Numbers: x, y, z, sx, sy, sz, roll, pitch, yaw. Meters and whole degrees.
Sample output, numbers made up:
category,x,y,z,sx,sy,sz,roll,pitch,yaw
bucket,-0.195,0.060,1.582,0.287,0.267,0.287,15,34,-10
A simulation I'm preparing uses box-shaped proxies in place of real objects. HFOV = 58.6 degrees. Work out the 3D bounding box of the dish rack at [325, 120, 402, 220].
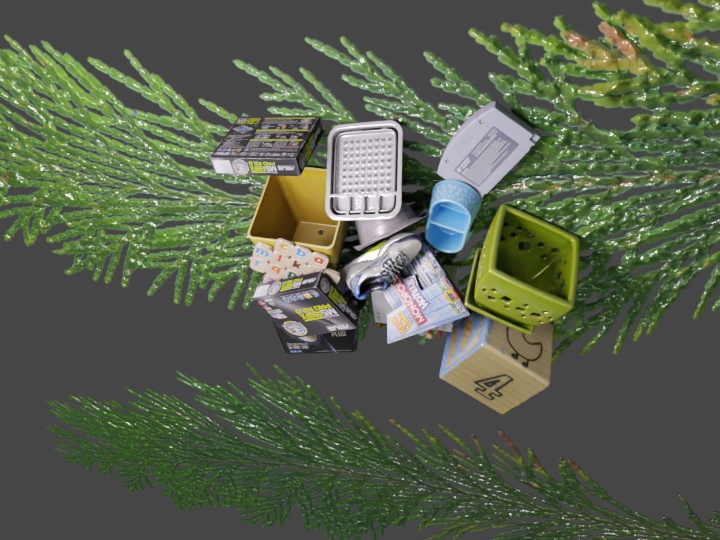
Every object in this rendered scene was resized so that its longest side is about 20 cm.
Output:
category,x,y,z,sx,sy,sz,roll,pitch,yaw
dish rack,0.013,-0.204,1.338,0.168,0.204,0.043,0,176,22

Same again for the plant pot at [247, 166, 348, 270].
category,x,y,z,sx,sy,sz,roll,pitch,yaw
plant pot,-0.117,-0.100,1.472,0.196,0.203,0.177,8,151,14

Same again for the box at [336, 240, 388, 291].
category,x,y,z,sx,sy,sz,roll,pitch,yaw
box,0.000,0.000,1.516,0.198,0.122,0.048,-33,84,12

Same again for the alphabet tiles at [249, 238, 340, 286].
category,x,y,z,sx,sy,sz,roll,pitch,yaw
alphabet tiles,-0.146,-0.001,1.421,0.197,0.015,0.196,21,145,-6

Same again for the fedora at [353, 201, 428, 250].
category,x,y,z,sx,sy,sz,roll,pitch,yaw
fedora,0.050,-0.118,1.415,0.091,0.175,0.200,63,164,0

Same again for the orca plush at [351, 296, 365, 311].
category,x,y,z,sx,sy,sz,roll,pitch,yaw
orca plush,-0.089,0.083,1.722,0.197,0.072,0.106,22,138,-1

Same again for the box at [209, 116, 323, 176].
category,x,y,z,sx,sy,sz,roll,pitch,yaw
box,-0.195,-0.264,1.349,0.196,0.162,0.045,3,134,17

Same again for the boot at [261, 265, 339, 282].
category,x,y,z,sx,sy,sz,roll,pitch,yaw
boot,-0.153,0.005,1.641,0.197,0.068,0.133,19,113,13

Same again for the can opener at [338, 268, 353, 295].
category,x,y,z,sx,sy,sz,roll,pitch,yaw
can opener,-0.091,0.020,1.663,0.196,0.067,0.054,8,136,14

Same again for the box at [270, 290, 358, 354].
category,x,y,z,sx,sy,sz,roll,pitch,yaw
box,-0.114,0.133,1.657,0.196,0.087,0.165,-3,139,9

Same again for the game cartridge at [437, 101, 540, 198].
category,x,y,z,sx,sy,sz,roll,pitch,yaw
game cartridge,0.248,-0.241,1.291,0.132,0.042,0.200,34,136,-8

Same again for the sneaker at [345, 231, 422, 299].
category,x,y,z,sx,sy,sz,roll,pitch,yaw
sneaker,0.060,-0.001,1.403,0.199,0.086,0.077,-37,124,14

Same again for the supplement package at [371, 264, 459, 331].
category,x,y,z,sx,sy,sz,roll,pitch,yaw
supplement package,0.137,0.059,1.576,0.196,0.118,0.119,5,134,15

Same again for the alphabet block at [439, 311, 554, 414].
category,x,y,z,sx,sy,sz,roll,pitch,yaw
alphabet block,0.337,0.199,1.585,0.198,0.197,0.197,29,139,-11

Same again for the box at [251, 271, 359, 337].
category,x,y,z,sx,sy,sz,roll,pitch,yaw
box,-0.124,0.082,1.459,0.197,0.045,0.161,-11,135,34

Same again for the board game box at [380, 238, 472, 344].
category,x,y,z,sx,sy,sz,roll,pitch,yaw
board game box,0.119,0.067,1.468,0.199,0.062,0.202,-35,83,14

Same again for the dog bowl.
category,x,y,z,sx,sy,sz,roll,pitch,yaw
dog bowl,0.196,-0.111,1.404,0.110,0.050,0.201,19,148,9

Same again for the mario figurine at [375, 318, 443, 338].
category,x,y,z,sx,sy,sz,roll,pitch,yaw
mario figurine,0.139,0.142,1.658,0.196,0.124,0.107,2,129,19

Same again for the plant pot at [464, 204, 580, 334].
category,x,y,z,sx,sy,sz,roll,pitch,yaw
plant pot,0.341,0.012,1.397,0.197,0.201,0.182,24,144,-4
